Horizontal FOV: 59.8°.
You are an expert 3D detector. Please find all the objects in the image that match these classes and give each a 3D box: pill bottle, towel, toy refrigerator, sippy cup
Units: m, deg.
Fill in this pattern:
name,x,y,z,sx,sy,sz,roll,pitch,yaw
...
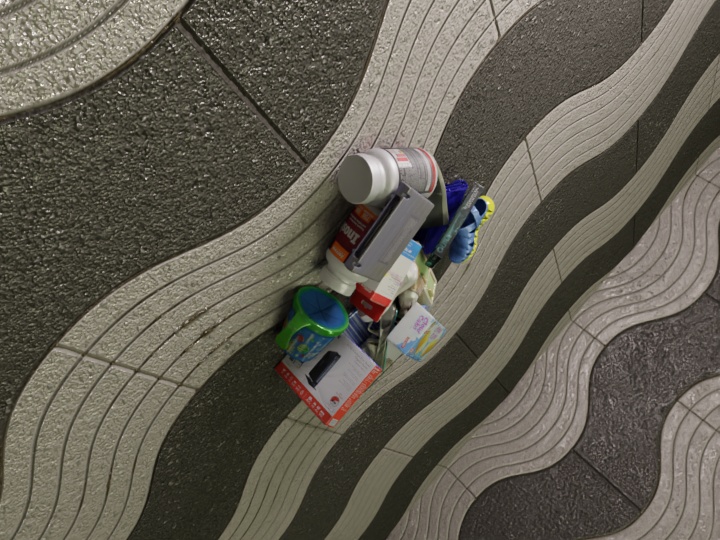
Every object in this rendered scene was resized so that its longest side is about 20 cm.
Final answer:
name,x,y,z,sx,sy,sz,roll,pitch,yaw
pill bottle,0.056,-0.190,1.268,0.199,0.116,0.117,-12,134,-46
towel,0.199,-0.128,1.590,0.147,0.049,0.202,-18,137,-41
toy refrigerator,0.140,0.010,1.592,0.201,0.069,0.077,59,40,-53
towel,-0.021,0.172,1.600,0.199,0.024,0.145,-39,134,-4
pill bottle,-0.003,-0.050,1.347,0.201,0.113,0.113,-57,149,11
sippy cup,-0.114,0.128,1.396,0.176,0.140,0.131,17,124,-32

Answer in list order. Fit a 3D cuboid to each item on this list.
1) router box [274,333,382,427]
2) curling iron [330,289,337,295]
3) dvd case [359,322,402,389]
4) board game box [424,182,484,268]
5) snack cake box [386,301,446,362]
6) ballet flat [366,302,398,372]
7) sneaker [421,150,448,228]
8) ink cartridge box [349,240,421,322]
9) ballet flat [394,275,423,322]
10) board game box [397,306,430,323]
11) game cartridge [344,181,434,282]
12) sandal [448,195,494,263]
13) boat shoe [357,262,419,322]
name,x,y,z,sx,sy,sz,roll,pitch,yaw
router box,-0.078,0.234,1.480,0.180,0.200,0.049,-49,150,-2
curling iron,0.000,0.000,1.494,0.199,0.025,0.050,-37,145,-22
dvd case,0.043,0.227,1.665,0.200,0.018,0.143,-45,136,0
board game box,0.223,-0.104,1.507,0.201,0.028,0.135,-58,177,-11
snack cake box,0.146,0.160,1.583,0.115,0.067,0.200,-49,159,1
ballet flat,0.046,0.166,1.579,0.068,0.063,0.202,-89,-171,-65
sneaker,0.139,-0.173,1.441,0.105,0.075,0.202,-17,128,-1
ink cartridge box,0.037,0.000,1.420,0.067,0.116,0.202,26,95,-46
ballet flat,0.116,0.074,1.560,0.201,0.067,0.068,97,4,-61
board game box,0.121,0.172,1.791,0.200,0.036,0.152,-38,157,-37
game cartridge,0.060,-0.073,1.262,0.201,0.038,0.129,-54,154,9
sandal,0.286,-0.112,1.706,0.086,0.079,0.202,0,116,-48
boat shoe,0.050,0.044,1.485,0.069,0.071,0.200,20,123,-41
